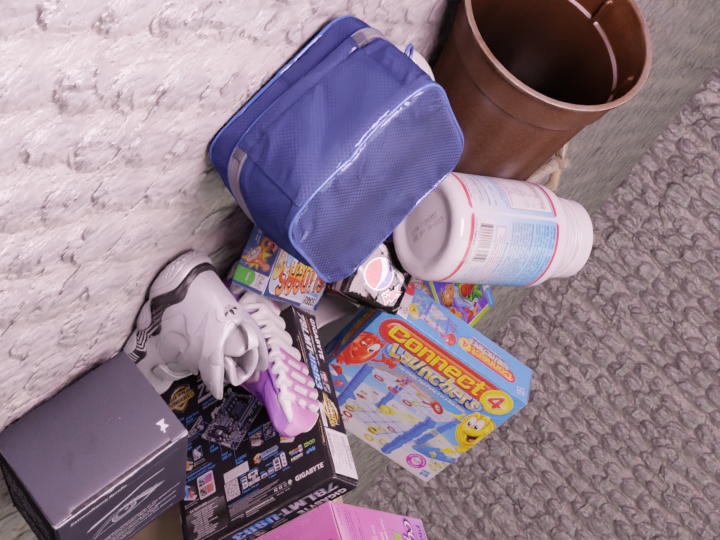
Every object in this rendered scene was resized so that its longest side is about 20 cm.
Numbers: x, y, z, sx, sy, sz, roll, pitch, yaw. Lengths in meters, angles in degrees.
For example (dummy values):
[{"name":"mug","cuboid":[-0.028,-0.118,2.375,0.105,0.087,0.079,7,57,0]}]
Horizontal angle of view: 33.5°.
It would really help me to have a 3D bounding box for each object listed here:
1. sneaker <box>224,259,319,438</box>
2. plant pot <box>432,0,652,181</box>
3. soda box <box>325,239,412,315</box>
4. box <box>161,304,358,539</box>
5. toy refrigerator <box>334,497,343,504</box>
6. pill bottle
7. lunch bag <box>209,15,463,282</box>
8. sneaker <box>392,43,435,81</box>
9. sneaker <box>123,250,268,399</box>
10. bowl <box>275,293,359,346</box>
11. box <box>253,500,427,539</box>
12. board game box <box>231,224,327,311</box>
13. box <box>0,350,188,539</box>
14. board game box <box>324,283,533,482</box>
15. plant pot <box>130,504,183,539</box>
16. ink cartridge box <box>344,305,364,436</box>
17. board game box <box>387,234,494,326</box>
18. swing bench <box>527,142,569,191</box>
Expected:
[{"name":"sneaker","cuboid":[-0.109,0.089,1.180,0.088,0.201,0.081,-32,144,6]},{"name":"plant pot","cuboid":[0.158,-0.192,1.211,0.200,0.200,0.199,-38,171,-33]},{"name":"soda box","cuboid":[0.000,0.000,1.302,0.071,0.063,0.200,-67,-168,-3]},{"name":"box","cuboid":[-0.112,0.169,1.239,0.199,0.200,0.050,-32,143,22]},{"name":"toy refrigerator","cuboid":[-0.072,0.199,1.338,0.075,0.203,0.070,-12,179,4]},{"name":"pill bottle","cuboid":[0.139,-0.039,1.213,0.198,0.109,0.109,4,134,-36]},{"name":"lunch bag","cuboid":[-0.018,-0.111,0.992,0.200,0.132,0.136,-45,151,-7]},{"name":"sneaker","cuboid":[0.019,-0.108,1.135,0.201,0.072,0.113,99,12,-53]},{"name":"sneaker","cuboid":[-0.156,0.082,1.123,0.075,0.115,0.201,-30,158,-41]},{"name":"bowl","cuboid":[-0.095,0.105,1.476,0.200,0.075,0.200,-50,166,12]},{"name":"box","cuboid":[-0.038,0.331,1.257,0.175,0.098,0.199,-30,152,20]},{"name":"board game box","cuboid":[-0.059,-0.035,1.189,0.200,0.034,0.137,23,89,-76]},{"name":"box","cuboid":[-0.251,0.190,1.136,0.147,0.104,0.201,-34,162,-25]},{"name":"board game box","cuboid":[0.060,0.130,1.376,0.196,0.199,0.056,-46,-165,39]},{"name":"plant pot","cuboid":[-0.192,0.321,1.385,0.185,0.202,0.187,-21,170,-4]},{"name":"ink cartridge box","cuboid":[0.026,0.103,1.517,0.201,0.084,0.146,-56,165,28]},{"name":"board game box","cuboid":[0.085,-0.023,1.410,0.044,0.202,0.134,-11,-164,33]},{"name":"swing bench","cuboid":[0.194,-0.173,1.479,0.198,0.130,0.201,-34,161,-43]}]
